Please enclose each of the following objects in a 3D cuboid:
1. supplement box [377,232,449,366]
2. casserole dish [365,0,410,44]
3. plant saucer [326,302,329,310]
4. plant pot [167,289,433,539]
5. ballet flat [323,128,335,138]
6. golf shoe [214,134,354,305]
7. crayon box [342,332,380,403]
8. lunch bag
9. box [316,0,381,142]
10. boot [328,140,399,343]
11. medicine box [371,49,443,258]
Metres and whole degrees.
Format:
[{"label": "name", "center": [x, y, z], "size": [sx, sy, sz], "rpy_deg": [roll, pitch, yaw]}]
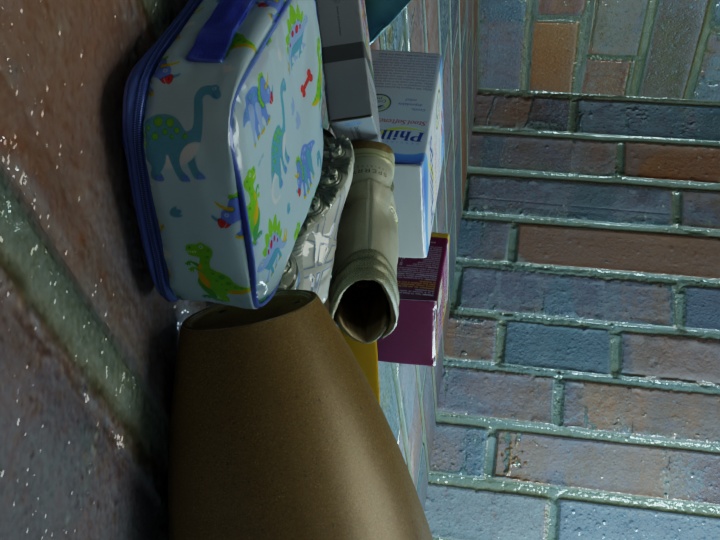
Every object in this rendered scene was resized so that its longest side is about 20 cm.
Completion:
[{"label": "supplement box", "center": [0.085, 0.042, 1.591], "size": [0.201, 0.102, 0.132], "rpy_deg": [-73, 165, -55]}, {"label": "casserole dish", "center": [0.013, -0.274, 1.035], "size": [0.121, 0.039, 0.200], "rpy_deg": [-42, -167, 27]}, {"label": "plant saucer", "center": [-0.060, 0.085, 0.950], "size": [0.200, 0.034, 0.203], "rpy_deg": [5, 90, -80]}, {"label": "plant pot", "center": [-0.052, 0.122, 0.654], "size": [0.186, 0.184, 0.202], "rpy_deg": [-51, 132, -73]}, {"label": "ballet flat", "center": [-0.063, -0.033, 0.839], "size": [0.063, 0.067, 0.202], "rpy_deg": [21, 72, -52]}, {"label": "golf shoe", "center": [-0.052, -0.017, 0.784], "size": [0.098, 0.078, 0.201], "rpy_deg": [66, 40, -51]}, {"label": "crayon box", "center": [-0.006, 0.138, 1.137], "size": [0.201, 0.051, 0.127], "rpy_deg": [89, -2, -52]}, {"label": "lunch bag", "center": [-0.077, -0.090, 0.610], "size": [0.201, 0.082, 0.162], "rpy_deg": [-74, 167, -48]}, {"label": "box", "center": [-0.014, -0.214, 0.862], "size": [0.156, 0.041, 0.202], "rpy_deg": [45, 37, -84]}, {"label": "boot", "center": [0.000, 0.000, 0.900], "size": [0.201, 0.071, 0.156], "rpy_deg": [97, -7, -58]}, {"label": "medicine box", "center": [0.048, -0.150, 1.271], "size": [0.183, 0.102, 0.201], "rpy_deg": [83, 15, -52]}]
